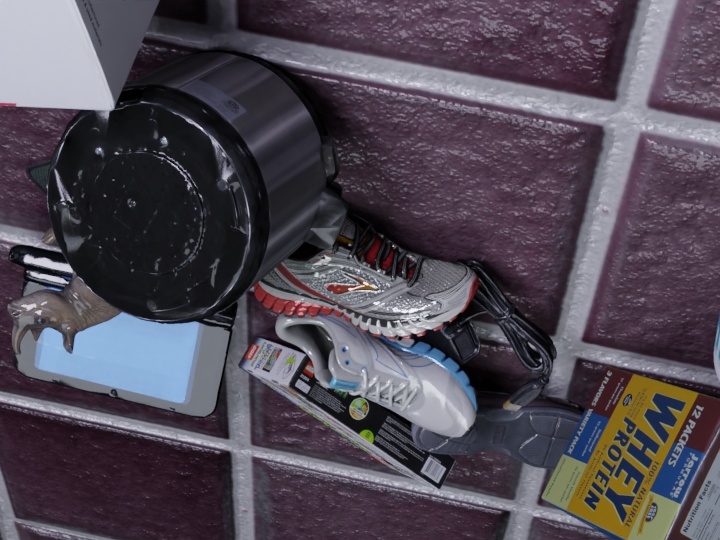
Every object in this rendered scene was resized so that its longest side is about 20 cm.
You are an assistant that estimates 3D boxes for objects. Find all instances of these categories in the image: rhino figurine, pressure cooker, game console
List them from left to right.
[{"bbox_3d":[-0.217,-0.006,1.323,0.087,0.200,0.060,42,177,-24],"label":"rhino figurine"},{"bbox_3d":[-0.218,0.059,1.440,0.198,0.118,0.176,13,176,-2],"label":"game console"},{"bbox_3d":[-0.112,-0.069,1.178,0.177,0.200,0.177,-18,102,25],"label":"pressure cooker"}]

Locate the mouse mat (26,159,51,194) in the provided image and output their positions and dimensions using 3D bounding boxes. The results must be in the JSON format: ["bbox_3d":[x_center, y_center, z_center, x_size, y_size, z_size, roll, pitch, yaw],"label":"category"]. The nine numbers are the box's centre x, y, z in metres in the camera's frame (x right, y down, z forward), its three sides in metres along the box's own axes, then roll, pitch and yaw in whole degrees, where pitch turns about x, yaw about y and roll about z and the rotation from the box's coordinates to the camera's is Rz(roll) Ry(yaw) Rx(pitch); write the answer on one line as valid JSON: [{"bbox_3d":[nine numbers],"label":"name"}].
[{"bbox_3d":[-0.172,-0.058,1.374,0.198,0.008,0.161,-13,136,32],"label":"mouse mat"}]

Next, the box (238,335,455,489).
[{"bbox_3d":[-0.013,0.134,1.513,0.199,0.035,0.110,37,169,-28],"label":"box"}]

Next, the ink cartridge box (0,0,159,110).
[{"bbox_3d":[-0.206,-0.222,0.995,0.144,0.201,0.145,3,141,15],"label":"ink cartridge box"}]

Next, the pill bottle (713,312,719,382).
[{"bbox_3d":[0.328,0.019,1.204,0.110,0.112,0.201,7,145,11],"label":"pill bottle"}]

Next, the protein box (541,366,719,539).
[{"bbox_3d":[0.303,0.199,1.371,0.199,0.136,0.198,30,174,-21],"label":"protein box"}]

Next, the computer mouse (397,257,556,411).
[{"bbox_3d":[0.086,0.075,1.410,0.140,0.046,0.200,45,131,-4],"label":"computer mouse"}]

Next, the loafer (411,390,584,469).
[{"bbox_3d":[0.139,0.135,1.487,0.198,0.063,0.072,7,127,-16],"label":"loafer"}]

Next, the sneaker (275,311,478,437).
[{"bbox_3d":[0.008,0.089,1.378,0.199,0.087,0.075,35,129,6],"label":"sneaker"}]

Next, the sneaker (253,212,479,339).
[{"bbox_3d":[0.000,0.000,1.320,0.198,0.078,0.083,7,126,16],"label":"sneaker"}]
